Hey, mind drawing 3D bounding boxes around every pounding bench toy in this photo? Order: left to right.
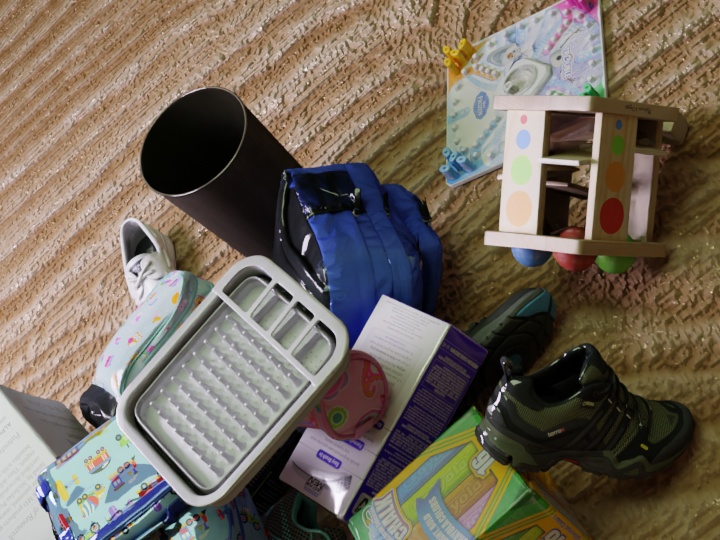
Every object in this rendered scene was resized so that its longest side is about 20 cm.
[{"bbox_3d":[0.231,-0.078,1.557,0.124,0.199,0.158,7,95,49],"label":"pounding bench toy"}]

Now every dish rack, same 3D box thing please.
[{"bbox_3d":[-0.106,0.100,1.440,0.200,0.044,0.171,-48,49,-4],"label":"dish rack"}]

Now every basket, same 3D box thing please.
[{"bbox_3d":[-0.122,-0.087,1.831,0.136,0.200,0.180,-52,37,-5],"label":"basket"}]

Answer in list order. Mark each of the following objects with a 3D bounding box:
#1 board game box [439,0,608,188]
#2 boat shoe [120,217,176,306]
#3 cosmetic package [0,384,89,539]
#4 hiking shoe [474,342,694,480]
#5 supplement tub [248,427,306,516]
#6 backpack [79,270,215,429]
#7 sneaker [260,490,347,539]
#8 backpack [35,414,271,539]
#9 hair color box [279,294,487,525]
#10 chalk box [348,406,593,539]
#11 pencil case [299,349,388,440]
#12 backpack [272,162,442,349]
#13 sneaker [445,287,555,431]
[{"bbox_3d":[0.171,-0.205,1.790,0.199,0.026,0.201,-23,44,29],"label":"board game box"},{"bbox_3d":[-0.254,0.010,1.985,0.073,0.065,0.200,-41,38,8],"label":"boat shoe"},{"bbox_3d":[-0.340,0.253,1.724,0.165,0.165,0.200,-46,72,3],"label":"cosmetic package"},{"bbox_3d":[0.197,0.113,1.362,0.076,0.198,0.101,-121,39,-51],"label":"hiking shoe"},{"bbox_3d":[-0.130,0.194,1.664,0.201,0.122,0.122,-52,38,-5],"label":"supplement tub"},{"bbox_3d":[-0.211,0.103,1.812,0.201,0.127,0.166,-52,28,-12],"label":"backpack"},{"bbox_3d":[-0.040,0.280,1.522,0.091,0.077,0.200,-48,52,7],"label":"sneaker"},{"bbox_3d":[-0.181,0.243,1.510,0.182,0.135,0.201,-33,57,3],"label":"backpack"},{"bbox_3d":[0.020,0.134,1.523,0.109,0.065,0.201,23,80,52],"label":"hair color box"},{"bbox_3d":[0.080,0.244,1.418,0.200,0.124,0.124,-44,38,7],"label":"chalk box"},{"bbox_3d":[-0.063,0.103,1.521,0.199,0.087,0.088,7,63,50],"label":"pencil case"},{"bbox_3d":[0.000,0.000,1.659,0.166,0.164,0.201,-8,37,-9],"label":"backpack"},{"bbox_3d":[0.099,0.081,1.575,0.200,0.073,0.082,-44,43,6],"label":"sneaker"}]
